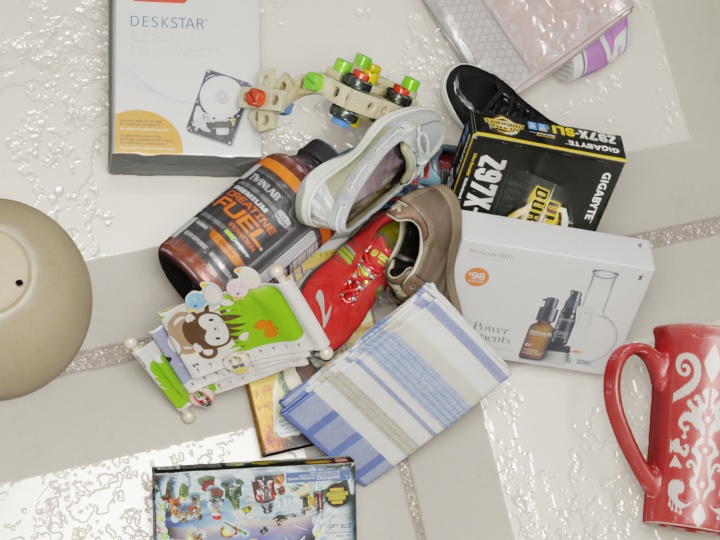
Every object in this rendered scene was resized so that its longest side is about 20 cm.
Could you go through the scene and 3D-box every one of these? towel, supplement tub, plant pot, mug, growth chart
[{"bbox_3d":[0.161,-0.301,1.813,0.191,0.032,0.201,-36,83,26],"label":"towel"},{"bbox_3d":[-0.096,-0.043,1.694,0.200,0.107,0.107,-42,87,-18],"label":"supplement tub"},{"bbox_3d":[-0.356,0.015,1.655,0.198,0.135,0.202,2,76,-10],"label":"plant pot"},{"bbox_3d":[0.034,0.114,1.684,0.200,0.024,0.147,-39,120,13],"label":"towel"},{"bbox_3d":[0.332,0.163,1.756,0.176,0.133,0.202,7,80,10],"label":"mug"},{"bbox_3d":[-0.128,0.068,1.648,0.145,0.199,0.018,50,28,-34],"label":"growth chart"}]

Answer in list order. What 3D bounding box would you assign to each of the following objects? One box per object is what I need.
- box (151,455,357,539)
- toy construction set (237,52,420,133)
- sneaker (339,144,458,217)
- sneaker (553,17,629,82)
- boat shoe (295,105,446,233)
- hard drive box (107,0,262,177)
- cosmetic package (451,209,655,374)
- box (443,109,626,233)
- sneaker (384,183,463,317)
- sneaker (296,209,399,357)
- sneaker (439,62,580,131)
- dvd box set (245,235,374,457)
[{"bbox_3d":[-0.102,0.256,1.674,0.198,0.040,0.138,-3,95,-10],"label":"box"},{"bbox_3d":[-0.020,-0.177,1.731,0.199,0.131,0.093,-6,119,-42],"label":"toy construction set"},{"bbox_3d":[0.053,-0.105,1.774,0.198,0.096,0.080,-4,77,-11],"label":"sneaker"},{"bbox_3d":[0.220,-0.309,1.871,0.114,0.073,0.202,-26,87,-24],"label":"sneaker"},{"bbox_3d":[0.022,-0.095,1.664,0.064,0.075,0.201,25,41,32],"label":"boat shoe"},{"bbox_3d":[-0.181,-0.203,1.766,0.154,0.077,0.202,0,77,-11],"label":"hard drive box"},{"bbox_3d":[0.179,0.025,1.739,0.198,0.152,0.052,8,38,-7],"label":"cosmetic package"},{"bbox_3d":[0.160,-0.060,1.732,0.158,0.201,0.050,11,41,-10],"label":"box"},{"bbox_3d":[0.053,0.015,1.681,0.075,0.070,0.202,-15,115,-32],"label":"sneaker"},{"bbox_3d":[0.000,0.000,1.707,0.077,0.085,0.200,42,54,-10],"label":"sneaker"},{"bbox_3d":[0.179,-0.147,1.769,0.200,0.112,0.073,42,71,-19],"label":"sneaker"},{"bbox_3d":[-0.053,0.076,1.747,0.145,0.029,0.202,-11,79,-14],"label":"dvd box set"}]
